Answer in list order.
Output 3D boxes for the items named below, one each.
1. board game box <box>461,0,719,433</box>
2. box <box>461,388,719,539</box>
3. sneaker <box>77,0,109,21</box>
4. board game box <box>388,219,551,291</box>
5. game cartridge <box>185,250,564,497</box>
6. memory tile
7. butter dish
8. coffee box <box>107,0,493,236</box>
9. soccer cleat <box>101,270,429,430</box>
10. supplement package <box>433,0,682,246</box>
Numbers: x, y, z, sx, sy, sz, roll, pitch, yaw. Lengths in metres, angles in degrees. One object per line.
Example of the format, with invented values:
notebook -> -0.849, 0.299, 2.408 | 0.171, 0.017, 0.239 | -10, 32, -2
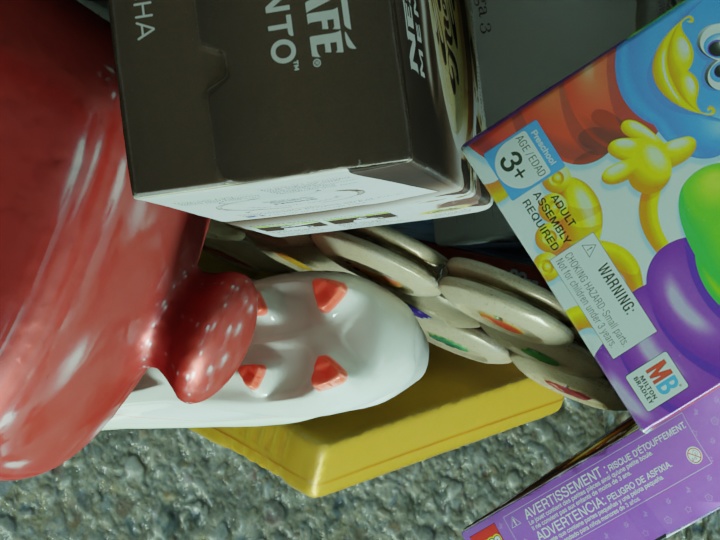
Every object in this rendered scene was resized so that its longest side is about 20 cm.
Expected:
board game box -> 0.147, -0.052, 0.885 | 0.200, 0.105, 0.103 | -34, 178, 14
box -> 0.141, 0.045, 1.033 | 0.137, 0.039, 0.200 | -34, 176, 39
sneaker -> -0.168, -0.075, 1.107 | 0.200, 0.074, 0.080 | -14, 158, 38
board game box -> 0.061, -0.004, 1.134 | 0.103, 0.020, 0.200 | -2, -172, -31
game cartridge -> -0.035, 0.020, 1.168 | 0.200, 0.033, 0.176 | 30, -153, 32
memory tile -> 0.000, 0.000, 1.059 | 0.199, 0.017, 0.153 | 22, 172, 21
butter dish -> -0.103, -0.005, 0.927 | 0.147, 0.200, 0.200 | 23, -178, 10
coffee box -> -0.014, -0.074, 0.870 | 0.079, 0.114, 0.200 | -7, 177, 9
soccer cleat -> -0.072, 0.028, 1.044 | 0.199, 0.070, 0.078 | 2, 171, 21
supplement package -> 0.129, -0.077, 1.047 | 0.200, 0.117, 0.117 | -9, 175, 43
